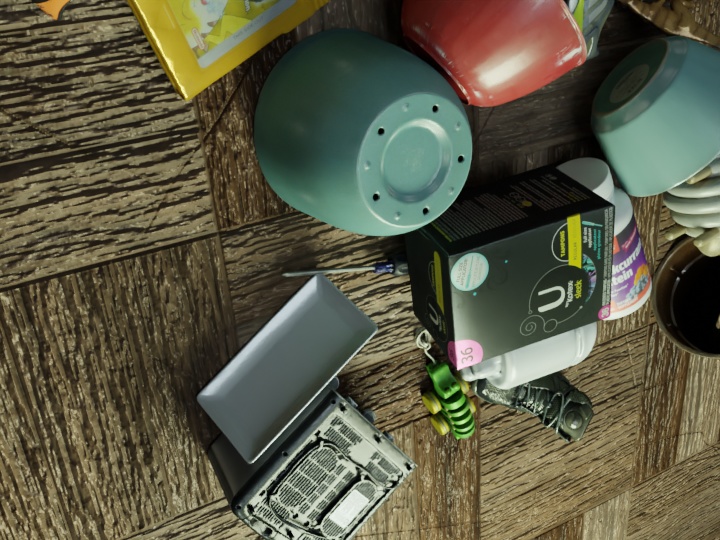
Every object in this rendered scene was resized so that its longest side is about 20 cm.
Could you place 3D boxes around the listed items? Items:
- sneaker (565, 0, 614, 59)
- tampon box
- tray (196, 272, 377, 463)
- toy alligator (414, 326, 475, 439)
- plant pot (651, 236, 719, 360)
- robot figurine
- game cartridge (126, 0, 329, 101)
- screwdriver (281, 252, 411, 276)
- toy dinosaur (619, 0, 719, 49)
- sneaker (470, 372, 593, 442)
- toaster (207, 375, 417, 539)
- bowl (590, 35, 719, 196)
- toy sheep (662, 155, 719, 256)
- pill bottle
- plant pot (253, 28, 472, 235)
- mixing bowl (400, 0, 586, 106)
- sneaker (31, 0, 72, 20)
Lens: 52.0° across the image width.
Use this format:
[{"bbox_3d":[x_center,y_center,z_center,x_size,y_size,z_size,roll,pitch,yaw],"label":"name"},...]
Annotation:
[{"bbox_3d":[0.249,-0.329,0.838,0.080,0.074,0.202,-15,125,-31],"label":"sneaker"},{"bbox_3d":[0.166,-0.008,0.838,0.198,0.126,0.151,-18,122,-13],"label":"tampon box"},{"bbox_3d":[-0.080,0.106,0.816,0.200,0.107,0.022,-46,150,-5],"label":"tray"},{"bbox_3d":[0.117,0.162,0.975,0.059,0.054,0.201,-31,123,-15],"label":"toy alligator"},{"bbox_3d":[0.578,0.061,1.126,0.198,0.200,0.201,28,96,-44],"label":"plant pot"},{"bbox_3d":[0.216,0.080,0.943,0.198,0.170,0.114,-16,85,-16],"label":"robot figurine"},{"bbox_3d":[-0.107,-0.266,0.634,0.199,0.032,0.177,-38,149,-11],"label":"game cartridge"},{"bbox_3d":[0.000,0.000,0.857,0.198,0.028,0.029,-8,144,-25],"label":"screwdriver"},{"bbox_3d":[0.395,-0.298,0.901,0.199,0.107,0.061,25,134,2],"label":"toy dinosaur"},{"bbox_3d":[0.248,0.175,1.022,0.198,0.114,0.077,21,98,-33],"label":"sneaker"},{"bbox_3d":[-0.060,0.233,0.865,0.200,0.119,0.181,-47,125,-5],"label":"toaster"},{"bbox_3d":[0.359,-0.201,0.892,0.105,0.201,0.201,36,91,-16],"label":"bowl"},{"bbox_3d":[0.485,-0.114,1.026,0.137,0.138,0.202,-23,115,-19],"label":"toy sheep"},{"bbox_3d":[0.304,-0.042,0.960,0.111,0.111,0.201,-37,124,-11],"label":"pill bottle"},{"bbox_3d":[0.014,-0.126,0.727,0.199,0.161,0.203,-11,116,-25],"label":"plant pot"},{"bbox_3d":[0.111,-0.236,0.724,0.108,0.200,0.200,-44,126,7],"label":"mixing bowl"},{"bbox_3d":[-0.195,-0.283,0.606,0.199,0.070,0.090,-36,144,-15],"label":"sneaker"}]
